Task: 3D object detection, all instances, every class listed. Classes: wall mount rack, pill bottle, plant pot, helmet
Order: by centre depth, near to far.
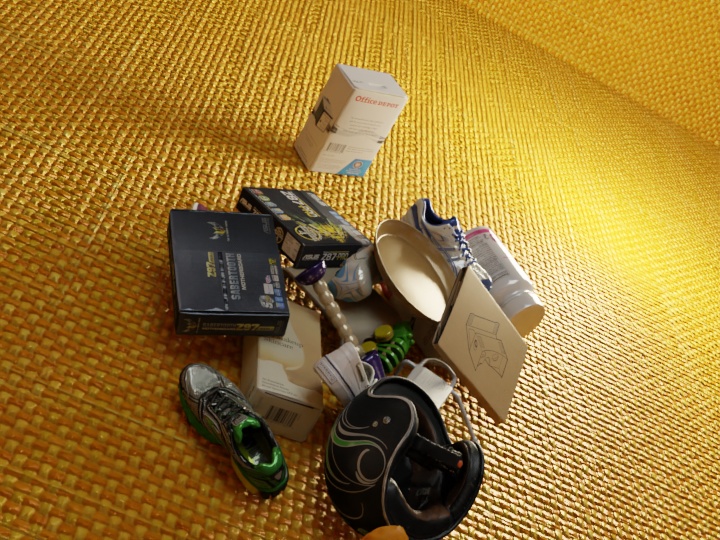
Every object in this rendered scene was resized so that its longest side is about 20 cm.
[{"bbox_3d":[0.045,0.243,1.243,0.197,0.205,0.190,12,0,-29],"label":"helmet"},{"bbox_3d":[0.104,0.221,1.448,0.172,0.075,0.200,34,31,10],"label":"wall mount rack"},{"bbox_3d":[0.089,0.007,1.567,0.199,0.027,0.202,35,32,-26],"label":"plant pot"},{"bbox_3d":[0.250,0.025,1.801,0.112,0.114,0.201,2,43,-40],"label":"pill bottle"}]

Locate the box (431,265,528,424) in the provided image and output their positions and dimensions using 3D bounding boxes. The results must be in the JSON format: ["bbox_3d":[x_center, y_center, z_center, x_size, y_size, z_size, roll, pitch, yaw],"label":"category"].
[{"bbox_3d":[0.196,0.121,1.561,0.201,0.021,0.165,50,46,-28],"label":"box"}]

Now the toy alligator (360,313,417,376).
[{"bbox_3d":[0.056,0.114,1.502,0.054,0.060,0.200,11,42,42],"label":"toy alligator"}]

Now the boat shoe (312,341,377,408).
[{"bbox_3d":[-0.005,0.158,1.332,0.074,0.066,0.201,49,-7,23],"label":"boat shoe"}]

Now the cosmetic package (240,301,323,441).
[{"bbox_3d":[-0.111,0.132,1.371,0.103,0.072,0.202,19,34,-19],"label":"cosmetic package"}]

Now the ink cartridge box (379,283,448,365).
[{"bbox_3d":[0.144,0.063,1.682,0.142,0.084,0.201,3,42,-41],"label":"ink cartridge box"}]

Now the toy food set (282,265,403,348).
[{"bbox_3d":[-0.036,0.059,1.565,0.142,0.061,0.200,-4,38,-44],"label":"toy food set"}]

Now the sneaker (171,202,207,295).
[{"bbox_3d":[-0.232,-0.017,1.471,0.088,0.075,0.203,16,44,-20],"label":"sneaker"}]

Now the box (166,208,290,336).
[{"bbox_3d":[-0.190,0.001,1.374,0.154,0.052,0.202,2,46,-18],"label":"box"}]

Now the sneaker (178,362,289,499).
[{"bbox_3d":[-0.156,0.187,1.222,0.078,0.086,0.200,-36,68,-27],"label":"sneaker"}]

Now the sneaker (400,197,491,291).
[{"bbox_3d":[0.153,-0.042,1.671,0.199,0.089,0.075,39,28,9],"label":"sneaker"}]

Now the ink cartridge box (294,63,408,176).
[{"bbox_3d":[-0.019,-0.291,1.910,0.144,0.202,0.086,2,42,-40],"label":"ink cartridge box"}]

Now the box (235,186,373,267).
[{"bbox_3d":[-0.096,-0.074,1.655,0.159,0.050,0.200,2,30,-43],"label":"box"}]

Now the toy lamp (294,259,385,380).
[{"bbox_3d":[-0.026,0.085,1.422,0.202,0.058,0.058,59,32,-5],"label":"toy lamp"}]

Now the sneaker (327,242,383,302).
[{"bbox_3d":[0.000,0.000,1.566,0.071,0.074,0.200,-6,11,17],"label":"sneaker"}]

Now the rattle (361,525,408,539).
[{"bbox_3d":[-0.022,0.386,1.048,0.132,0.142,0.199,59,31,9],"label":"rattle"}]
